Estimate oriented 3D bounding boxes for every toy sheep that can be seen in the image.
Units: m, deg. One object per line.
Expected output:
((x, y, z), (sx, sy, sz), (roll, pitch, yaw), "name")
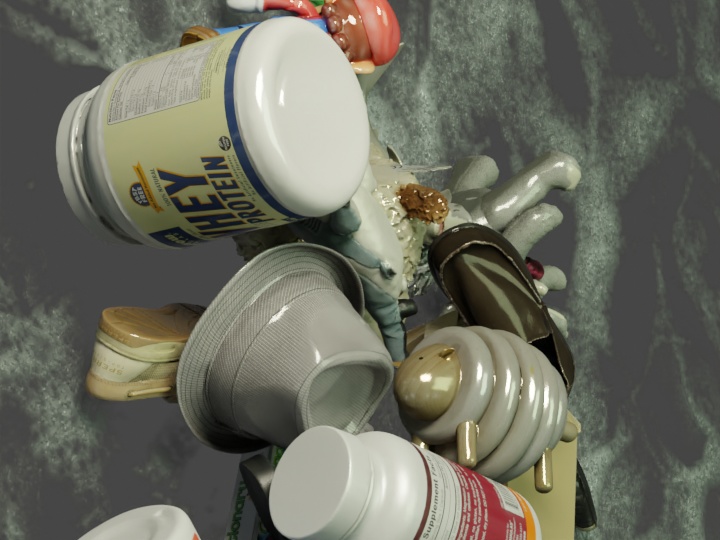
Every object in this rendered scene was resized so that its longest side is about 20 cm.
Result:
((0.102, 0.112, 1.579), (0.200, 0.138, 0.138), (25, 60, -42), "toy sheep")

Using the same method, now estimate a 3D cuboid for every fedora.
((-0.041, 0.078, 1.477), (0.177, 0.090, 0.200), (-50, 151, -10), "fedora")

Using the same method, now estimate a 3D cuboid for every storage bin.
((0.105, 0.171, 1.736), (0.199, 0.094, 0.200), (46, 34, -31), "storage bin")

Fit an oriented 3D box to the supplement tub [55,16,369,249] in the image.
((-0.110, -0.095, 1.447), (0.145, 0.200, 0.145), (23, 61, -51), "supplement tub")

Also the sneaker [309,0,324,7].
((-0.048, -0.262, 1.724), (0.083, 0.074, 0.200), (-21, 103, -29), "sneaker")

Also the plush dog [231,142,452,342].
((0.000, 0.000, 1.652), (0.200, 0.160, 0.172), (-33, 132, -54), "plush dog")

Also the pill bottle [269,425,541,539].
((0.032, 0.187, 1.457), (0.200, 0.113, 0.113), (28, 57, -37), "pill bottle")

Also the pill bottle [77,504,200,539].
((-0.130, 0.275, 1.383), (0.112, 0.112, 0.200), (-48, 119, -50), "pill bottle")

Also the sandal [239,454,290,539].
((-0.057, 0.235, 1.494), (0.048, 0.075, 0.201), (-27, 105, -16), "sandal")

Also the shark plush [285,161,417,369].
((-0.009, -0.014, 1.565), (0.200, 0.083, 0.091), (56, 25, -34), "shark plush")

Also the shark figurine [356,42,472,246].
((0.042, -0.090, 1.773), (0.089, 0.128, 0.215), (-6, 57, -35), "shark figurine")

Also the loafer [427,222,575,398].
((0.131, 0.041, 1.685), (0.200, 0.073, 0.071), (49, 8, -27), "loafer")

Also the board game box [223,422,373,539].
((-0.051, 0.192, 1.592), (0.126, 0.035, 0.200), (40, 50, -41), "board game box")

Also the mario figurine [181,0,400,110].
((-0.057, -0.182, 1.651), (0.200, 0.106, 0.124), (-19, 134, -31), "mario figurine")

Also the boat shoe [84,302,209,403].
((-0.137, 0.067, 1.490), (0.200, 0.071, 0.065), (6, 110, -56), "boat shoe")

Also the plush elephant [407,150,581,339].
((0.131, 0.002, 1.811), (0.200, 0.165, 0.155), (-47, 115, -30), "plush elephant")

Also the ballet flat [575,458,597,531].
((0.183, 0.194, 1.939), (0.200, 0.057, 0.067), (54, 12, -38), "ballet flat")
